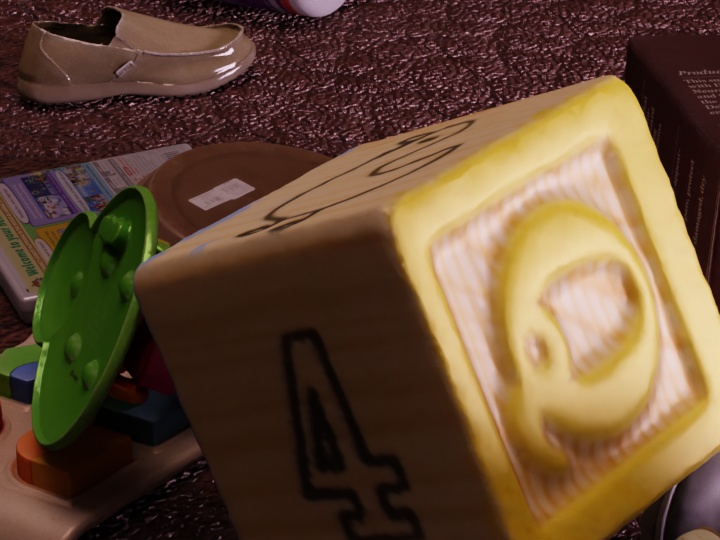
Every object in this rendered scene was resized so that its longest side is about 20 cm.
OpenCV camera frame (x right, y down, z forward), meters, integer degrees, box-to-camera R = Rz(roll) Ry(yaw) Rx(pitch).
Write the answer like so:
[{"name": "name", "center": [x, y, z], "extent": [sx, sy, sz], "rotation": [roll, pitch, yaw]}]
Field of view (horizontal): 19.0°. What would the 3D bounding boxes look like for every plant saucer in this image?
[{"name": "plant saucer", "center": [-0.060, -0.034, 1.449], "extent": [0.200, 0.029, 0.200], "rotation": [7, 32, -5]}]

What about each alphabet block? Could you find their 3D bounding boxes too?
[{"name": "alphabet block", "center": [0.041, 0.038, 1.076], "extent": [0.200, 0.196, 0.195], "rotation": [-13, 15, 47]}]

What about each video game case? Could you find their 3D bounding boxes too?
[{"name": "video game case", "center": [-0.174, -0.030, 1.507], "extent": [0.182, 0.022, 0.200], "rotation": [-12, 29, -20]}]

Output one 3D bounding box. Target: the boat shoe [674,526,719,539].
[{"name": "boat shoe", "center": [0.173, 0.193, 0.974], "extent": [0.065, 0.073, 0.200], "rotation": [-21, 28, -7]}]

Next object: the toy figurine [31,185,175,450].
[{"name": "toy figurine", "center": [-0.076, 0.048, 1.213], "extent": [0.184, 0.150, 0.200], "rotation": [21, 5, -22]}]

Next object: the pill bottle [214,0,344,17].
[{"name": "pill bottle", "center": [-0.106, -0.295, 1.937], "extent": [0.200, 0.113, 0.112], "rotation": [13, 30, 29]}]

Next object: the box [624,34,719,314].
[{"name": "box", "center": [0.257, -0.035, 1.301], "extent": [0.166, 0.164, 0.200], "rotation": [-2, 26, -8]}]

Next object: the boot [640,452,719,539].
[{"name": "boot", "center": [0.268, 0.127, 1.106], "extent": [0.200, 0.073, 0.182], "rotation": [25, 39, 33]}]

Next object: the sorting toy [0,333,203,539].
[{"name": "sorting toy", "center": [-0.181, 0.087, 1.251], "extent": [0.185, 0.036, 0.200], "rotation": [14, 31, 31]}]

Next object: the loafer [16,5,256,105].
[{"name": "loafer", "center": [-0.183, -0.180, 1.762], "extent": [0.200, 0.067, 0.076], "rotation": [-11, 27, -16]}]
